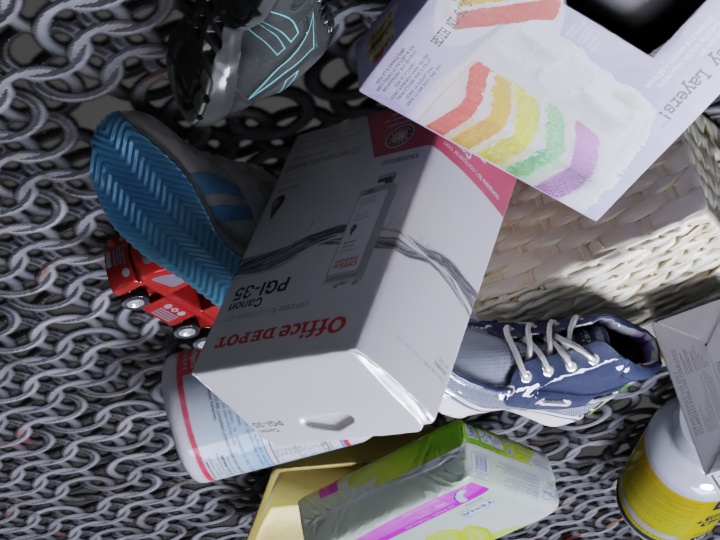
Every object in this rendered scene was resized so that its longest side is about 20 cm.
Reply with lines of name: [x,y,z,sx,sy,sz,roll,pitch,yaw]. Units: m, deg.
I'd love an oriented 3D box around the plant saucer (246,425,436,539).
plant saucer: [-0.007,0.207,1.596,0.199,0.049,0.200,-2,150,-15]

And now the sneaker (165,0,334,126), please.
sneaker: [-0.053,-0.157,0.933,0.079,0.076,0.200,-13,161,-27]

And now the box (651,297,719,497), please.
box: [0.267,0.100,1.178,0.060,0.117,0.200,-21,162,11]

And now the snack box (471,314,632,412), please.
snack box: [0.160,0.062,1.397,0.199,0.053,0.142,9,143,-33]

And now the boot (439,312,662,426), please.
boot: [0.113,0.053,1.084,0.090,0.073,0.200,-32,153,33]

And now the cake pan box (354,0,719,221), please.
cake pan box: [0.125,-0.143,0.945,0.184,0.052,0.200,27,126,-23]

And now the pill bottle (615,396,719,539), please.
pill bottle: [0.328,0.191,1.626,0.112,0.112,0.200,-6,151,-10]

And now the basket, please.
basket: [0.169,-0.029,1.159,0.199,0.136,0.123,-25,147,22]

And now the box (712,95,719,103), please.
box: [0.162,-0.145,1.039,0.199,0.046,0.159,-22,148,18]

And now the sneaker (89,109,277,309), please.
sneaker: [-0.103,-0.043,1.098,0.076,0.081,0.200,-20,131,33]

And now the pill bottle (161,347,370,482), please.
pill bottle: [-0.052,0.097,1.323,0.199,0.109,0.109,-15,151,4]

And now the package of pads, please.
package of pads: [0.066,0.217,1.522,0.200,0.068,0.154,-30,146,30]

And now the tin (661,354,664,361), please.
tin: [0.262,0.008,1.279,0.199,0.112,0.042,-14,151,2]

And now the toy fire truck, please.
toy fire truck: [-0.079,0.006,1.215,0.141,0.049,0.200,-24,148,20]

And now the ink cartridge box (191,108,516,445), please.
ink cartridge box: [0.000,0.000,1.030,0.146,0.201,0.083,-11,136,42]
